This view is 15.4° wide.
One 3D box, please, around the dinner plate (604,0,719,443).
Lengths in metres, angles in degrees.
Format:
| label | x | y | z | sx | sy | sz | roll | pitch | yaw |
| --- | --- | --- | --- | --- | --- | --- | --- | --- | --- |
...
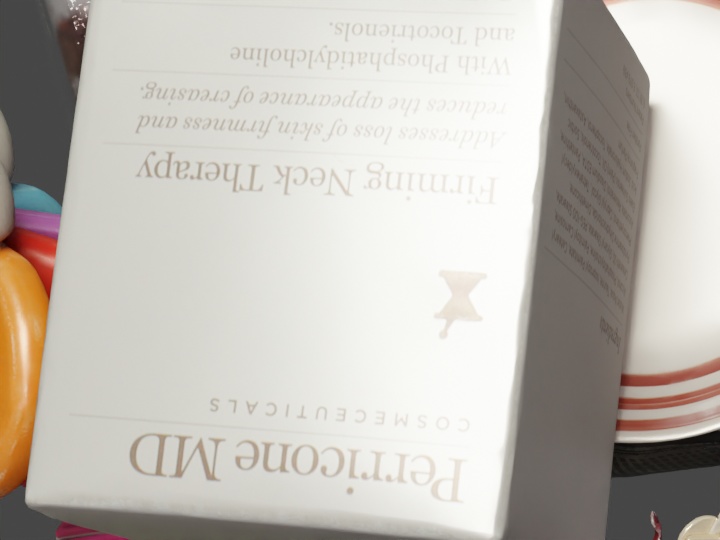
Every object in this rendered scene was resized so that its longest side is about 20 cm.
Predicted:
| label | x | y | z | sx | sy | sz | roll | pitch | yaw |
| --- | --- | --- | --- | --- | --- | --- | --- | --- | --- |
| dinner plate | 0.107 | -0.033 | 1.002 | 0.199 | 0.024 | 0.202 | -4 | 76 | 16 |

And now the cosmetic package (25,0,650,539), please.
| label | x | y | z | sx | sy | sz | roll | pitch | yaw |
| --- | --- | --- | --- | --- | --- | --- | --- | --- | --- |
| cosmetic package | 0.000 | 0.000 | 0.926 | 0.166 | 0.166 | 0.202 | 3 | 79 | 16 |

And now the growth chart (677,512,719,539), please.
| label | x | y | z | sx | sy | sz | roll | pitch | yaw |
| --- | --- | --- | --- | --- | --- | --- | --- | --- | --- |
| growth chart | 0.169 | 0.119 | 0.991 | 0.144 | 0.018 | 0.200 | 29 | 106 | -30 |

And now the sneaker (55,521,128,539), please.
| label | x | y | z | sx | sy | sz | roll | pitch | yaw |
| --- | --- | --- | --- | --- | --- | --- | --- | --- | --- |
| sneaker | -0.079 | 0.165 | 1.041 | 0.081 | 0.088 | 0.201 | -1 | 64 | 32 |

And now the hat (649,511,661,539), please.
| label | x | y | z | sx | sy | sz | roll | pitch | yaw |
| --- | --- | --- | --- | --- | --- | --- | --- | --- | --- |
| hat | 0.034 | 0.193 | 0.993 | 0.199 | 0.166 | 0.177 | -1 | 72 | 24 |

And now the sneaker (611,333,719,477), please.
| label | x | y | z | sx | sy | sz | roll | pitch | yaw |
| --- | --- | --- | --- | --- | --- | --- | --- | --- | --- |
| sneaker | 0.141 | 0.044 | 1.017 | 0.198 | 0.090 | 0.067 | -3 | 84 | 6 |

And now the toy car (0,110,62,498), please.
| label | x | y | z | sx | sy | sz | roll | pitch | yaw |
| --- | --- | --- | --- | --- | --- | --- | --- | --- | --- |
| toy car | -0.148 | 0.022 | 1.006 | 0.149 | 0.200 | 0.176 | 9 | 104 | -10 |
